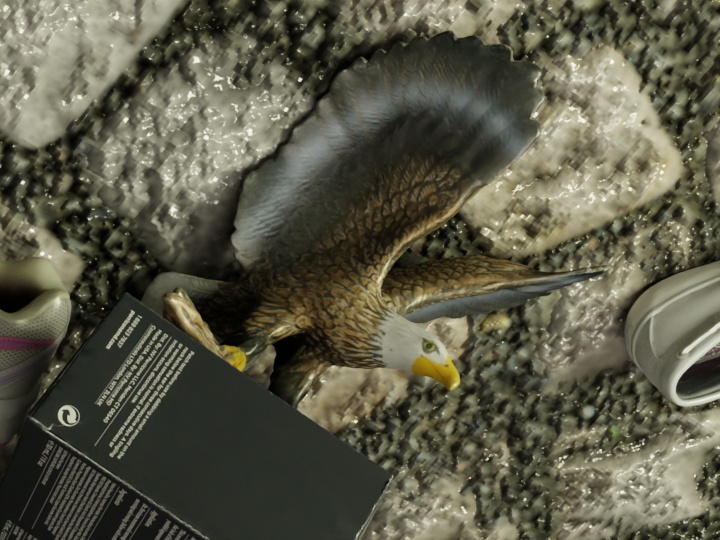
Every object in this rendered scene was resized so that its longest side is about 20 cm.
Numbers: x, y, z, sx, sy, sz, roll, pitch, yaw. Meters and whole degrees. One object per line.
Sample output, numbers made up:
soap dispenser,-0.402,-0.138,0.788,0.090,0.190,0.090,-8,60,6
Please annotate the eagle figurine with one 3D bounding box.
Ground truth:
eagle figurine,0.006,0.005,0.927,0.200,0.151,0.152,-44,175,-21

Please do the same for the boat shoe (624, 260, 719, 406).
boat shoe,0.234,0.013,1.019,0.199,0.069,0.072,-17,127,-5

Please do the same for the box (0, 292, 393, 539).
box,-0.088,0.115,0.897,0.141,0.079,0.200,36,148,0

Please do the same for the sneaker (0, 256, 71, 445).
sneaker,-0.211,0.001,0.872,0.199,0.081,0.088,23,114,-38
